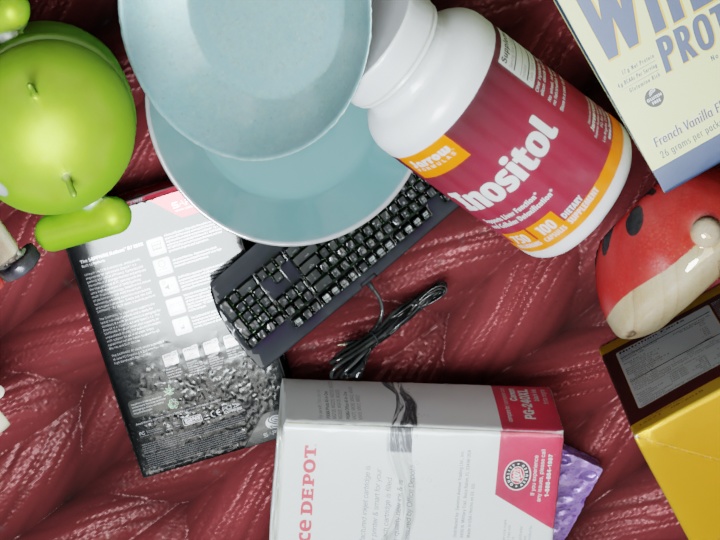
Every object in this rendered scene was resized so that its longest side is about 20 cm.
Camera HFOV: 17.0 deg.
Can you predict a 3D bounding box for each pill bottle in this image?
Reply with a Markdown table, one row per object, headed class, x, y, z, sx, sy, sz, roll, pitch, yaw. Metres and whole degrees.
| class | x | y | z | sx | sy | sz | roll | pitch | yaw |
| --- | --- | --- | --- | --- | --- | --- | --- | --- | --- |
| pill bottle | 0.079 | -0.104 | 1.629 | 0.199 | 0.113 | 0.113 | 34 | 103 | -25 |

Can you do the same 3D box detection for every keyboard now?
| class | x | y | z | sx | sy | sz | roll | pitch | yaw |
| --- | --- | --- | --- | --- | --- | --- | --- | --- | --- |
| keyboard | 0.000 | 0.000 | 1.699 | 0.200 | 0.021 | 0.127 | -40 | 108 | -6 |

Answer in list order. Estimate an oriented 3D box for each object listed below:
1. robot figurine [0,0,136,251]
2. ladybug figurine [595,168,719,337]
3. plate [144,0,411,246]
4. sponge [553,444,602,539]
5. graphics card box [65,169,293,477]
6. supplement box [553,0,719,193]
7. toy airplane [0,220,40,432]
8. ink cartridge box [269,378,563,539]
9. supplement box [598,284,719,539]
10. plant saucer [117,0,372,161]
| class | x | y | z | sx | sy | sz | roll | pitch | yaw |
| --- | --- | --- | --- | --- | --- | --- | --- | --- | --- |
| robot figurine | -0.208 | -0.103 | 1.597 | 0.115 | 0.200 | 0.176 | -24 | 105 | -3 |
| ladybug figurine | 0.213 | -0.018 | 1.635 | 0.136 | 0.200 | 0.072 | -42 | 85 | -11 |
| plate | -0.052 | -0.117 | 1.667 | 0.199 | 0.026 | 0.202 | 0 | 88 | -12 |
| sponge | 0.085 | 0.204 | 1.779 | 0.111 | 0.030 | 0.201 | 25 | 102 | -9 |
| graphics card box | -0.126 | 0.036 | 1.717 | 0.125 | 0.051 | 0.201 | -17 | 104 | 2 |
| supplement box | 0.199 | -0.188 | 1.585 | 0.134 | 0.200 | 0.201 | -30 | 104 | 7 |
| toy airplane | -0.323 | 0.014 | 1.630 | 0.199 | 0.200 | 0.141 | 31 | 59 | 16 |
| ink cartridge box | 0.035 | 0.158 | 1.696 | 0.198 | 0.083 | 0.146 | 3 | 113 | -4 |
| supplement box | 0.278 | 0.133 | 1.674 | 0.132 | 0.200 | 0.198 | -28 | 104 | 6 |
| plant saucer | -0.070 | -0.175 | 1.593 | 0.200 | 0.039 | 0.203 | 8 | 106 | 29 |
